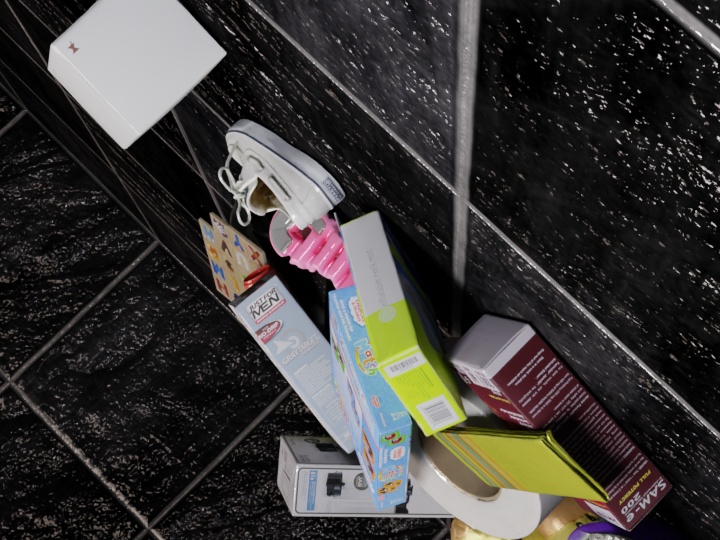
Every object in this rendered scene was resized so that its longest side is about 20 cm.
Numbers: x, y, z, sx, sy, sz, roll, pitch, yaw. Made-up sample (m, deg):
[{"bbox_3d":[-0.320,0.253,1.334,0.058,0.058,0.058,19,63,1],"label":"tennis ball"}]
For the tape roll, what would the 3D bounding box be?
[{"bbox_3d":[0.117,0.166,1.494,0.202,0.071,0.202,32,146,26],"label":"tape roll"}]

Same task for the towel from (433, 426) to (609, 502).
[{"bbox_3d":[0.139,0.167,1.341,0.086,0.018,0.200,42,162,-16],"label":"towel"}]

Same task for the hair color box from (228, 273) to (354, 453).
[{"bbox_3d":[-0.058,0.099,1.657,0.200,0.061,0.099,52,174,-7],"label":"hair color box"}]

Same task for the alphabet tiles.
[{"bbox_3d":[-0.135,0.021,1.858,0.166,0.006,0.200,36,152,33],"label":"alphabet tiles"}]

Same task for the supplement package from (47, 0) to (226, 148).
[{"bbox_3d":[-0.219,-0.201,1.462,0.117,0.117,0.200,47,172,-9],"label":"supplement package"}]

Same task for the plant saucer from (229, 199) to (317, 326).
[{"bbox_3d":[-0.123,-0.002,1.931,0.200,0.050,0.200,62,-176,-8],"label":"plant saucer"}]

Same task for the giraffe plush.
[{"bbox_3d":[0.212,0.286,1.593,0.200,0.173,0.162,41,161,2],"label":"giraffe plush"}]

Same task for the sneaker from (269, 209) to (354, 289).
[{"bbox_3d":[0.000,0.000,1.565,0.200,0.079,0.095,45,-167,12],"label":"sneaker"}]

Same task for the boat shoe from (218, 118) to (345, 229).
[{"bbox_3d":[-0.098,-0.085,1.520,0.202,0.086,0.075,35,166,49],"label":"boat shoe"}]

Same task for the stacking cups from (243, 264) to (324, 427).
[{"bbox_3d":[-0.073,0.088,1.763,0.200,0.061,0.061,56,169,-13],"label":"stacking cups"}]

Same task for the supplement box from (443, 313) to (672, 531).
[{"bbox_3d":[0.172,0.132,1.335,0.200,0.061,0.109,47,171,-12],"label":"supplement box"}]

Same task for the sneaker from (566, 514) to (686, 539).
[{"bbox_3d":[0.242,0.258,1.407,0.200,0.070,0.100,23,-161,-40],"label":"sneaker"}]

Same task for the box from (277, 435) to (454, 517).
[{"bbox_3d":[0.015,0.230,1.696,0.200,0.060,0.117,2,-170,-13],"label":"box"}]

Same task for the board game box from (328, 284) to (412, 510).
[{"bbox_3d":[0.008,0.126,1.463,0.200,0.037,0.151,92,160,-61],"label":"board game box"}]

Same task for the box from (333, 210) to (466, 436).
[{"bbox_3d":[0.036,0.039,1.393,0.122,0.048,0.200,56,-166,-45],"label":"box"}]

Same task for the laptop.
[{"bbox_3d":[-0.048,0.063,1.786,0.200,0.103,0.177,18,151,40],"label":"laptop"}]
